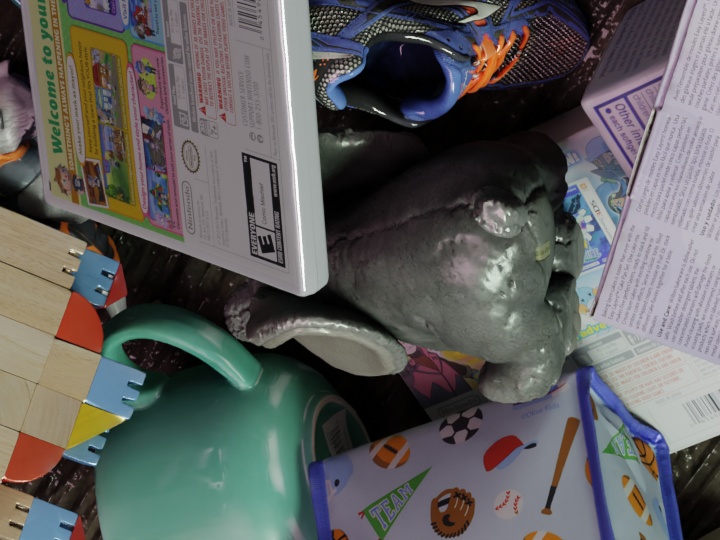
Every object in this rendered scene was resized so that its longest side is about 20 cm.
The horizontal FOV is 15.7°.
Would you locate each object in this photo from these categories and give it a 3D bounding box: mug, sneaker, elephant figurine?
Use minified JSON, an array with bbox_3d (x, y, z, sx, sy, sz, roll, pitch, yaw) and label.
[{"bbox_3d":[-0.063,0.114,1.389,0.114,0.153,0.185,-15,146,21],"label":"mug"},{"bbox_3d":[0.032,-0.100,1.225,0.079,0.199,0.076,54,133,34],"label":"sneaker"},{"bbox_3d":[0.000,0.000,1.260,0.199,0.142,0.156,-1,122,17],"label":"elephant figurine"}]

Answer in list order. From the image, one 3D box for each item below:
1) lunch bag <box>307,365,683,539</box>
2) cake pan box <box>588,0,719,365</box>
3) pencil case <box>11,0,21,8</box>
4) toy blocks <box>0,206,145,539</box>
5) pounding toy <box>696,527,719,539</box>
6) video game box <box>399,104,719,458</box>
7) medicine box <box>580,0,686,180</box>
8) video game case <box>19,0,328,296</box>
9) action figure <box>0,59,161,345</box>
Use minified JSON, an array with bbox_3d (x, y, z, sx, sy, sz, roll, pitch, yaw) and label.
[{"bbox_3d":[0.076,0.177,1.294,0.169,0.201,0.124,-23,144,23],"label":"lunch bag"},{"bbox_3d":[0.212,-0.035,1.147,0.183,0.052,0.201,17,125,6],"label":"cake pan box"},{"bbox_3d":[-0.117,-0.134,1.299,0.200,0.085,0.093,36,82,-5],"label":"pencil case"},{"bbox_3d":[-0.174,0.054,1.306,0.136,0.201,0.100,22,170,-19],"label":"toy blocks"},{"bbox_3d":[0.147,0.220,1.391,0.184,0.200,0.142,-31,109,17],"label":"pounding toy"},{"bbox_3d":[0.107,0.018,1.346,0.199,0.047,0.183,-24,112,30],"label":"video game box"},{"bbox_3d":[0.237,-0.066,1.212,0.199,0.103,0.183,-24,111,30],"label":"medicine box"},{"bbox_3d":[-0.090,-0.103,1.198,0.181,0.022,0.201,19,124,39],"label":"video game case"},{"bbox_3d":[-0.159,-0.027,1.369,0.199,0.105,0.194,16,144,25],"label":"action figure"}]
